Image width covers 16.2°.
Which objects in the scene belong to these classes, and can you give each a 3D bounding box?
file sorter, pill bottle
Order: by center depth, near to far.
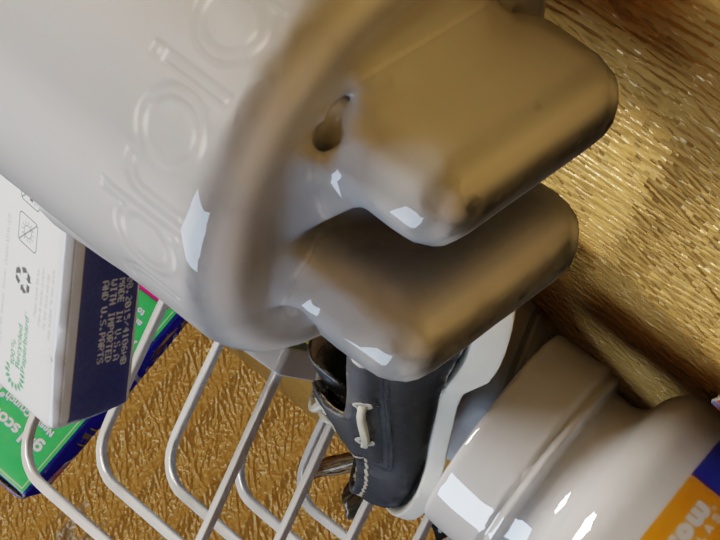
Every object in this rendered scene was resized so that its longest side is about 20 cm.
[{"bbox_3d":[0.123,0.115,0.892,0.200,0.112,0.112,38,174,9],"label":"pill bottle"},{"bbox_3d":[-0.032,0.072,1.161,0.199,0.125,0.138,13,-164,-48],"label":"file sorter"}]

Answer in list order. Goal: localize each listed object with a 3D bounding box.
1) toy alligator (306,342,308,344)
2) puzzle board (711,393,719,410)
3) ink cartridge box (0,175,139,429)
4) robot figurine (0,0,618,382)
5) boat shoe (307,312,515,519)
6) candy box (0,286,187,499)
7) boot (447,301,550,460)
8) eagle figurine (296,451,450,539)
[{"bbox_3d":[0.000,0.000,1.084,0.059,0.055,0.199,36,-167,33],"label":"toy alligator"},{"bbox_3d":[0.198,0.100,0.777,0.200,0.017,0.151,39,174,1],"label":"puzzle board"},{"bbox_3d":[-0.146,-0.076,0.910,0.200,0.043,0.198,37,131,37],"label":"ink cartridge box"},{"bbox_3d":[-0.039,-0.061,0.565,0.200,0.113,0.170,36,135,24],"label":"robot figurine"},{"bbox_3d":[0.011,0.032,0.903,0.060,0.074,0.200,8,156,-5],"label":"boat shoe"},{"bbox_3d":[-0.129,0.017,1.285,0.077,0.200,0.169,39,174,-1],"label":"candy box"},{"bbox_3d":[0.089,0.068,1.038,0.095,0.074,0.200,22,171,10],"label":"boot"},{"bbox_3d":[0.086,0.159,1.431,0.200,0.151,0.151,53,159,-20],"label":"eagle figurine"}]
